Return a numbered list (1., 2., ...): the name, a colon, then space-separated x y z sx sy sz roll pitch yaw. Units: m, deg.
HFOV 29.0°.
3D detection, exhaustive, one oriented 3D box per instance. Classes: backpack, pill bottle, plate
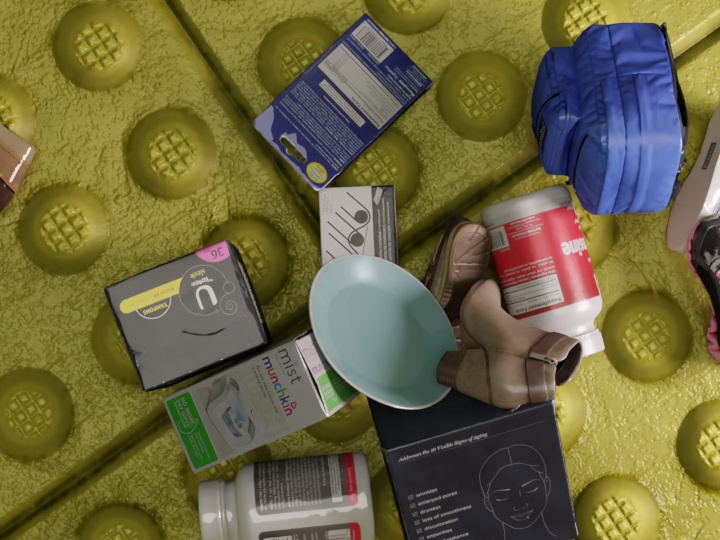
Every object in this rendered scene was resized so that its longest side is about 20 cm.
1. backpack: 0.289 -0.161 1.612 0.166 0.163 0.201 -7 53 -1
2. pill bottle: -0.086 0.277 1.626 0.198 0.111 0.112 -6 87 -2
3. pill bottle: 0.222 0.009 1.654 0.111 0.112 0.202 -16 88 -2
4. plate: 0.023 0.071 1.566 0.199 0.026 0.201 20 48 -24

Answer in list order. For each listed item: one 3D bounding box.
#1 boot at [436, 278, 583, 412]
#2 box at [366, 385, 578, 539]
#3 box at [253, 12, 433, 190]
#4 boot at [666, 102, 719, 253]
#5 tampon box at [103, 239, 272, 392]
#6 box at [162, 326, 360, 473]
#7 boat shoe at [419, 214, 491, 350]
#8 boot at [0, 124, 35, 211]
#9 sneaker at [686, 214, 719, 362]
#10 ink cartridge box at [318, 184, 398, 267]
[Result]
1. boot: 0.176 0.081 1.554 0.145 0.201 0.071 3 131 25
2. box: 0.129 0.224 1.598 0.198 0.124 0.198 -16 120 -3
3. box: -0.023 -0.201 1.689 0.200 0.032 0.121 -44 89 -12
4. boot: 0.450 -0.104 1.690 0.090 0.073 0.201 20 98 -19
5. tampon box: -0.192 0.052 1.598 0.149 0.200 0.127 -22 88 -3
6. box: -0.098 0.133 1.574 0.175 0.200 0.097 -24 89 17
7. boat shoe: 0.102 0.030 1.676 0.072 0.072 0.202 3 108 -26
8. boot: -0.507 -0.132 1.662 0.199 0.072 0.167 36 85 -3
9. sneaker: 0.444 0.032 1.645 0.078 0.095 0.201 -18 106 1
10. ink cartridge box: 0.000 0.000 1.683 0.093 0.044 0.202 -3 87 0
